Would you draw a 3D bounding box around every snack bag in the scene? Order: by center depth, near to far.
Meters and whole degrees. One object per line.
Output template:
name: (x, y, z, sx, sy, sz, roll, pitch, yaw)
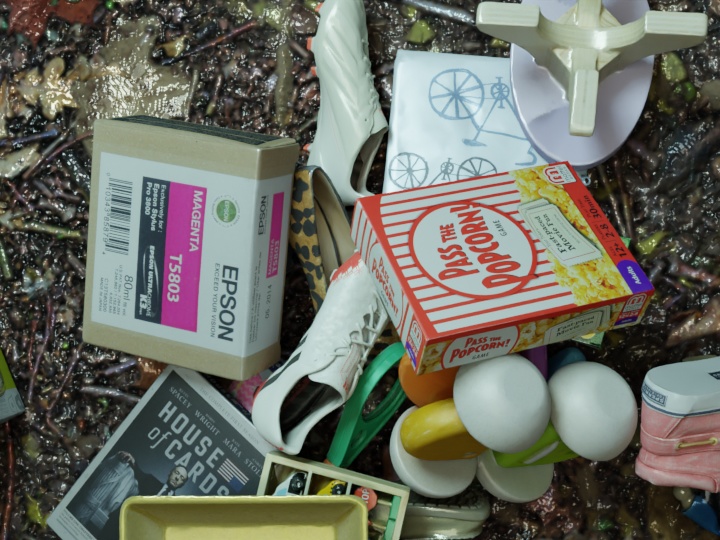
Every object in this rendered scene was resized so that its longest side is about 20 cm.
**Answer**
snack bag: (0.115, -0.099, 0.970, 0.187, 0.021, 0.202, 6, 82, 7)

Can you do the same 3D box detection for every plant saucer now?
plant saucer: (-0.089, 0.278, 0.853, 0.198, 0.048, 0.202, -1, 87, 5)

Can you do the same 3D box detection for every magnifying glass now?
magnifying glass: (-0.011, 0.150, 0.935, 0.022, 0.079, 0.201, 33, 98, 26)

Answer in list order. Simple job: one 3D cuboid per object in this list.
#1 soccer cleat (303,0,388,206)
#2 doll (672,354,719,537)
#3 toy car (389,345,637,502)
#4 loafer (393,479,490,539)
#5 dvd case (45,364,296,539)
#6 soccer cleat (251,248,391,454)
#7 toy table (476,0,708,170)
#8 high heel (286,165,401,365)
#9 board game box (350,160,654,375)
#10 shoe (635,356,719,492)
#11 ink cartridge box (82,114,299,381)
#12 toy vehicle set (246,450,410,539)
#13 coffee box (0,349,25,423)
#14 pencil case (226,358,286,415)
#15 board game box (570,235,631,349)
soccer cleat: (-0.007, -0.158, 0.974, 0.077, 0.069, 0.202, 10, 100, 27)
doll: (0.341, 0.173, 0.939, 0.135, 0.048, 0.202, -8, 89, 5)
toy car: (0.122, 0.105, 0.911, 0.198, 0.175, 0.151, 9, 58, -25)
loafer: (0.024, 0.234, 0.977, 0.198, 0.076, 0.069, -6, 98, 21)
dvd case: (-0.167, 0.197, 0.945, 0.150, 0.025, 0.200, 40, 97, 14)
soccer cleat: (-0.018, 0.065, 0.889, 0.068, 0.085, 0.200, 37, 92, -26)
toy table: (0.190, -0.197, 0.908, 0.182, 0.117, 0.202, -6, 82, 5)
high heel: (0.000, 0.000, 0.942, 0.199, 0.143, 0.071, 35, 51, 11)
board game box: (0.110, -0.007, 0.857, 0.198, 0.047, 0.152, -12, 51, -19)
shoe: (0.317, 0.123, 0.886, 0.198, 0.071, 0.092, -5, 113, -19)
ink cartridge box: (-0.148, -0.023, 0.916, 0.163, 0.075, 0.202, 11, 104, 20)
toy vehicle set: (-0.040, 0.264, 0.888, 0.123, 0.027, 0.202, 13, 88, 5)
coffee box: (-0.472, 0.089, 0.980, 0.199, 0.200, 0.199, -23, 87, 8)
pencil case: (-0.111, 0.173, 0.986, 0.091, 0.083, 0.201, 40, 97, 34)
board game box: (0.137, -0.005, 0.980, 0.198, 0.023, 0.106, 17, 91, 8)
